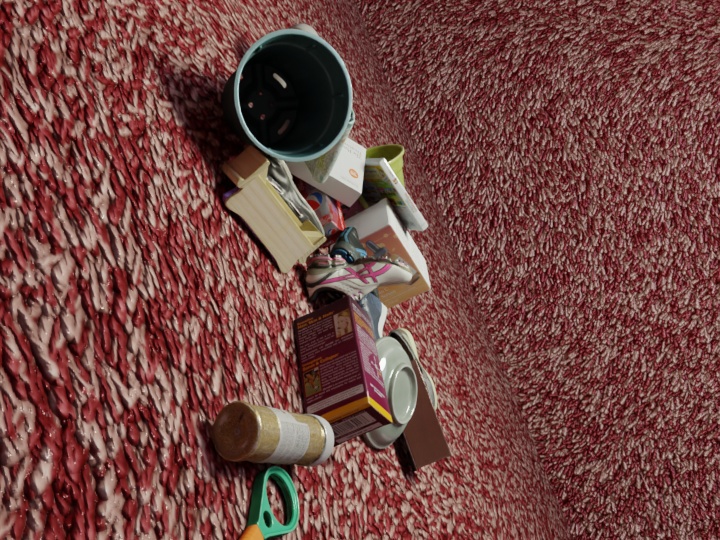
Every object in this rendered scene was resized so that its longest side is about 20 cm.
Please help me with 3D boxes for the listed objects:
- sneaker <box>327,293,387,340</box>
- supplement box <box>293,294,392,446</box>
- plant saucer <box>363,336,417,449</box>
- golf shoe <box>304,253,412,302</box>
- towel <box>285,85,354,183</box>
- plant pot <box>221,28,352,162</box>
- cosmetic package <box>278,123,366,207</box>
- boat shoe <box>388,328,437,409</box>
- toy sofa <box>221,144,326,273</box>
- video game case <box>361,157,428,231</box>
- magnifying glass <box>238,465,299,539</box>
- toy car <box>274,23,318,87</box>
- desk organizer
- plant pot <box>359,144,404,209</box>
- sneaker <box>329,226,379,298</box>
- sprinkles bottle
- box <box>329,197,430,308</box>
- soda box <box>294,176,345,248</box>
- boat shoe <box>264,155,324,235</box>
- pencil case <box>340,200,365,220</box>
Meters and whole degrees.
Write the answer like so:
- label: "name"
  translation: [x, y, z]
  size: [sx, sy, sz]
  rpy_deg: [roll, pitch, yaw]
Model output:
- label: "sneaker"
  translation: [-0.015, 0.091, 1.337]
  size: [0.147, 0.076, 0.204]
  rpy_deg: [52, 24, -28]
- label: "supplement box"
  translation: [-0.031, 0.156, 1.116]
  size: [0.086, 0.109, 0.202]
  rpy_deg: [48, 23, -47]
- label: "plant saucer"
  translation: [0.060, 0.222, 1.281]
  size: [0.199, 0.049, 0.204]
  rpy_deg: [2, 88, -60]
- label: "golf shoe"
  translation: [-0.003, 0.021, 1.288]
  size: [0.073, 0.196, 0.094]
  rpy_deg: [94, -3, -78]
- label: "towel"
  translation: [-0.085, -0.294, 1.318]
  size: [0.202, 0.047, 0.172]
  rpy_deg: [64, -29, 22]
- label: "plant pot"
  translation: [-0.142, -0.286, 1.192]
  size: [0.202, 0.199, 0.195]
  rpy_deg: [59, -17, -21]
- label: "cosmetic package"
  translation: [-0.084, -0.238, 1.448]
  size: [0.198, 0.052, 0.152]
  rpy_deg: [28, 44, -21]
- label: "boat shoe"
  translation: [0.106, 0.224, 1.562]
  size: [0.066, 0.071, 0.204]
  rpy_deg: [9, 57, -59]
- label: "toy sofa"
  translation: [-0.153, -0.099, 1.178]
  size: [0.201, 0.097, 0.083]
  rpy_deg: [53, -5, -39]
- label: "video game case"
  translation: [0.050, -0.170, 1.572]
  size: [0.183, 0.023, 0.199]
  rpy_deg: [54, -16, -22]
- label: "magnifying glass"
  translation: [-0.112, 0.291, 0.809]
  size: [0.081, 0.022, 0.200]
  rpy_deg: [65, 16, -4]
- label: "toy car"
  translation: [-0.148, -0.414, 1.531]
  size: [0.200, 0.148, 0.177]
  rpy_deg: [49, 56, -36]
- label: "desk organizer"
  translation: [0.107, 0.286, 1.402]
  size: [0.072, 0.076, 0.203]
  rpy_deg: [94, -23, -74]
- label: "plant pot"
  translation: [0.038, -0.190, 1.767]
  size: [0.201, 0.197, 0.187]
  rpy_deg: [-80, 154, -64]
- label: "sneaker"
  translation: [0.000, 0.000, 1.446]
  size: [0.202, 0.072, 0.083]
  rpy_deg: [69, 30, -44]
- label: "sprinkles bottle"
  translation: [-0.102, 0.207, 0.879]
  size: [0.200, 0.067, 0.069]
  rpy_deg: [35, 34, -62]
- label: "box"
  translation: [0.043, -0.027, 1.556]
  size: [0.201, 0.151, 0.107]
  rpy_deg: [54, 19, -33]
- label: "soda box"
  translation: [-0.087, -0.151, 1.476]
  size: [0.070, 0.063, 0.203]
  rpy_deg: [41, 30, -53]
- label: "boat shoe"
  translation: [-0.136, -0.126, 1.317]
  size: [0.067, 0.057, 0.201]
  rpy_deg: [26, -27, 52]
- label: "pencil case"
  translation: [-0.032, -0.145, 1.624]
  size: [0.082, 0.087, 0.201]
  rpy_deg: [24, -20, 45]
